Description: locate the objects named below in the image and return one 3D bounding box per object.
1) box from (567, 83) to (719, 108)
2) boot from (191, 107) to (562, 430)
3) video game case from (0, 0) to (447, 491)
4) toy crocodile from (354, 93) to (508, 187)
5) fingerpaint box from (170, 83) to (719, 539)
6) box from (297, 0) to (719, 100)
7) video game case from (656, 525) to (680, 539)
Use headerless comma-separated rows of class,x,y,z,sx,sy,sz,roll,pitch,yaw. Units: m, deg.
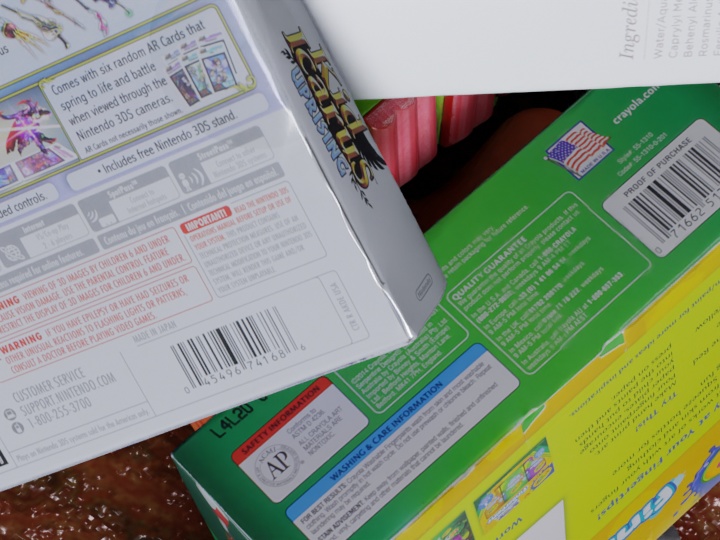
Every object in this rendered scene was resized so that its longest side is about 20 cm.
box,0.171,-0.018,0.922,0.199,0.044,0.161,1,126,-8
boot,0.000,0.000,0.881,0.107,0.075,0.200,45,118,7
video game case,-0.103,-0.034,0.710,0.199,0.045,0.182,-21,108,25
toy crocodile,0.016,-0.062,0.796,0.062,0.200,0.068,21,130,25
fingerpaint box,0.050,0.048,0.797,0.200,0.073,0.167,-41,153,-12
box,0.064,-0.137,0.750,0.199,0.152,0.107,-3,127,-5
video game case,0.032,0.185,0.932,0.181,0.024,0.201,-7,124,0
